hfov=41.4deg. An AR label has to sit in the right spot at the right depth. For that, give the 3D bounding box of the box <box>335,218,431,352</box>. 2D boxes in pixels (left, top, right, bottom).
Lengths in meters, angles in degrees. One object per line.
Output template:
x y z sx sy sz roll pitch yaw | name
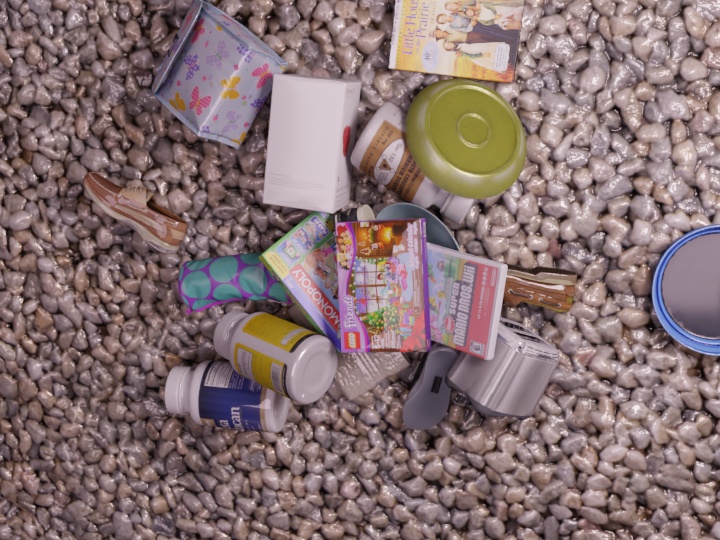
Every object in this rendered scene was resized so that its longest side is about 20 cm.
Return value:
0.035 0.024 1.454 0.135 0.039 0.202 -2 93 17 | box

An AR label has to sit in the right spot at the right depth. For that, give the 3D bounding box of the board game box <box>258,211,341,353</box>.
-0.052 0.014 1.542 0.134 0.029 0.200 -41 94 -21 | board game box

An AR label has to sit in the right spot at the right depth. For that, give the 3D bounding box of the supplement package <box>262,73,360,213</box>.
-0.075 -0.204 1.509 0.118 0.121 0.202 8 103 10 | supplement package

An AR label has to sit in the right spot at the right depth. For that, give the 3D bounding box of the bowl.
0.547 0.028 1.458 0.198 0.039 0.203 2 102 12 | bowl

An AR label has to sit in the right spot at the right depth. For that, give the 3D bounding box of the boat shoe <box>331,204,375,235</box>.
0.000 0.000 1.522 0.067 0.072 0.202 -10 90 18 | boat shoe

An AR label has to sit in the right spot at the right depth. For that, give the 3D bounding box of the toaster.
0.221 0.150 1.482 0.113 0.199 0.130 37 103 39 | toaster

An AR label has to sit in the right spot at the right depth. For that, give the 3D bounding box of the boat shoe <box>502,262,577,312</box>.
0.240 0.027 1.509 0.198 0.072 0.069 8 102 11 | boat shoe

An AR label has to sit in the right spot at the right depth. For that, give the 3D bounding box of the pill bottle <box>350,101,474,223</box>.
0.094 -0.163 1.483 0.199 0.114 0.115 33 106 4 | pill bottle

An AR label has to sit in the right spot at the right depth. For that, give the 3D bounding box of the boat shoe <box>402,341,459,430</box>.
0.116 0.178 1.569 0.073 0.068 0.201 10 128 0 | boat shoe

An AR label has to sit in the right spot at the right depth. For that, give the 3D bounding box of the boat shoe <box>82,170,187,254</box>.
-0.380 -0.112 1.626 0.199 0.076 0.072 36 103 -6 | boat shoe

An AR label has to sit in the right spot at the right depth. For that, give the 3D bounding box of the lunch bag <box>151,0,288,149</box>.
-0.243 -0.320 1.516 0.200 0.127 0.170 45 108 31 | lunch bag

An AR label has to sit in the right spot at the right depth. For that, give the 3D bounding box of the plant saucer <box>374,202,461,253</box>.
0.099 -0.018 1.519 0.200 0.039 0.203 25 129 36 | plant saucer

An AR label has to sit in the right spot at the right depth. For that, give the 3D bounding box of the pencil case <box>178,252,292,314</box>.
-0.202 0.019 1.601 0.198 0.085 0.094 -5 87 14 | pencil case

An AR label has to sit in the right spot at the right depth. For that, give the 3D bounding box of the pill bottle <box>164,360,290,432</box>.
-0.228 0.213 1.631 0.198 0.111 0.112 4 102 12 | pill bottle

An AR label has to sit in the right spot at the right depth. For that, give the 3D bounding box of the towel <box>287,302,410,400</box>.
-0.021 0.108 1.605 0.132 0.034 0.201 -33 92 18 | towel

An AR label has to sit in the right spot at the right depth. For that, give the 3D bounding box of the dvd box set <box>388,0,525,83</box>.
0.149 -0.374 1.472 0.198 0.029 0.148 10 103 10 | dvd box set

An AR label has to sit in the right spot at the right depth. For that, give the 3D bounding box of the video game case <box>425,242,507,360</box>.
0.127 0.039 1.445 0.199 0.017 0.145 17 106 40 | video game case

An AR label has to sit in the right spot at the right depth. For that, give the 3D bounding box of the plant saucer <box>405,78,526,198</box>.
0.166 -0.207 1.437 0.198 0.031 0.202 5 70 -14 | plant saucer

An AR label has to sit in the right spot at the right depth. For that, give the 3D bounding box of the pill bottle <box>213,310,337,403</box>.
-0.143 0.131 1.539 0.199 0.111 0.113 20 107 36 | pill bottle
